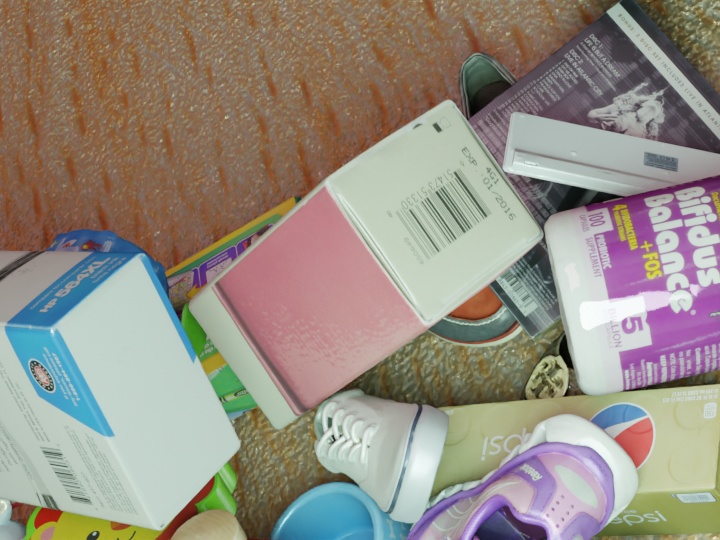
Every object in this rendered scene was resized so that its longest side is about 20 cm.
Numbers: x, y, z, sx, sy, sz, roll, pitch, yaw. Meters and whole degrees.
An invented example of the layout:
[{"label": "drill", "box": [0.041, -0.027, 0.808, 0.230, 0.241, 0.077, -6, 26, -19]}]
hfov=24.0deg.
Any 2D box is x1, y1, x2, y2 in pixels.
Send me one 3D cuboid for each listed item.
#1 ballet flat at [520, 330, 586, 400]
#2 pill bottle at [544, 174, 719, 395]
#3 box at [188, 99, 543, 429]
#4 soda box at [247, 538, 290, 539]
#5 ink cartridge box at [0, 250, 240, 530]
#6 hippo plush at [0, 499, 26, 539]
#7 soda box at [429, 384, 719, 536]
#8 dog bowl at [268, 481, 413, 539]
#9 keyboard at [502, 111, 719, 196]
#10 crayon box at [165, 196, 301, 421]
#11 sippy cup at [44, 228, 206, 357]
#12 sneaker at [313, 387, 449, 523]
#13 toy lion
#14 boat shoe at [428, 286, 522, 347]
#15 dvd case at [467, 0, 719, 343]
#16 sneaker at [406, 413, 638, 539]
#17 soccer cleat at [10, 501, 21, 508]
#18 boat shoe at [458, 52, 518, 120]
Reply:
[{"label": "ballet flat", "box": [0.175, 0.024, 1.084, 0.200, 0.046, 0.068, -41, 44, 6]}, {"label": "pill bottle", "box": [0.215, 0.000, 1.000, 0.197, 0.113, 0.113, -13, 50, 5]}, {"label": "box", "box": [0.000, 0.000, 1.093, 0.127, 0.109, 0.200, -35, -2, -38]}, {"label": "soda box", "box": [-0.074, 0.266, 1.016, 0.063, 0.070, 0.202, -3, 58, 34]}, {"label": "ink cartridge box", "box": [-0.190, 0.067, 1.038, 0.199, 0.147, 0.084, 3, 37, 44]}, {"label": "hippo plush", "box": [-0.202, 0.207, 1.161, 0.199, 0.161, 0.160, 23, 76, 44]}, {"label": "soda box", "box": [0.138, 0.119, 1.034, 0.198, 0.064, 0.068, -7, 56, 33]}, {"label": "dog bowl", "box": [-0.022, 0.228, 1.089, 0.110, 0.050, 0.202, -8, 56, 33]}, {"label": "keyboard", "box": [0.189, -0.062, 1.072, 0.197, 0.011, 0.057, 12, 40, 2]}, {"label": "crayon box", "box": [-0.104, 0.046, 1.273, 0.199, 0.058, 0.120, -29, 47, 18]}, {"label": "sippy cup", "box": [-0.201, 0.047, 1.222, 0.176, 0.140, 0.131, 20, 56, -2]}, {"label": "sneaker", "box": [0.006, 0.113, 1.062, 0.200, 0.070, 0.074, 156, 130, -80]}, {"label": "toy lion", "box": [-0.153, 0.182, 1.026, 0.199, 0.069, 0.191, -39, 35, -15]}, {"label": "boat shoe", "box": [0.040, -0.008, 1.199, 0.071, 0.063, 0.199, -51, 45, -7]}, {"label": "dvd case", "box": [0.148, -0.070, 1.129, 0.199, 0.016, 0.149, -38, 71, -2]}, {"label": "sneaker", "box": [0.074, 0.166, 0.985, 0.200, 0.080, 0.089, -49, 0, 41]}, {"label": "soccer cleat", "box": [-0.243, 0.134, 1.196, 0.199, 0.066, 0.077, -29, 64, 31]}, {"label": "boat shoe", "box": [0.108, -0.071, 1.183, 0.072, 0.071, 0.201, -34, 48, 11]}]
